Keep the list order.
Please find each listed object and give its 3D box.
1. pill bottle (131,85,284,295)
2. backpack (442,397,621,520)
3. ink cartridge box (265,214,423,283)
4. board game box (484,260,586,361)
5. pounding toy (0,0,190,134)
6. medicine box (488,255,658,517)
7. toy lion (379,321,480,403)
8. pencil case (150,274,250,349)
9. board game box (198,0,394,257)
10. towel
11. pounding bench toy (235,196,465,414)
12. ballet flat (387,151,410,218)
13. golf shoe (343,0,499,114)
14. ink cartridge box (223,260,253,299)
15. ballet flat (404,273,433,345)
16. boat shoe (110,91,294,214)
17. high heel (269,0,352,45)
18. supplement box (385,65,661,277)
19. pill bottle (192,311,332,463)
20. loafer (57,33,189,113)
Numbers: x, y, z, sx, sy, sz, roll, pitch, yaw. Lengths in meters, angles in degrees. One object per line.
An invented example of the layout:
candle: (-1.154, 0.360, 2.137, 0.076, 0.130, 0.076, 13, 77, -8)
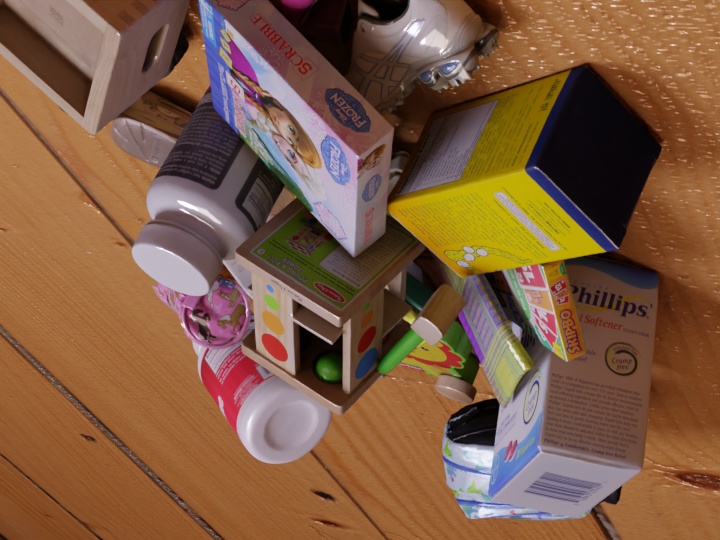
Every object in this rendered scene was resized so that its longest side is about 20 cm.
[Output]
pill bottle: (-0.132, -0.081, 1.414, 0.110, 0.201, 0.111, 22, 155, 11)
backpack: (0.185, 0.198, 1.625, 0.198, 0.163, 0.155, 9, 116, 10)
ink cartridge box: (-0.004, 0.005, 1.664, 0.161, 0.058, 0.200, 15, 173, 22)
board game box: (0.141, 0.005, 1.383, 0.200, 0.030, 0.096, -135, 25, -64)
pounding toy: (-0.211, -0.245, 1.275, 0.184, 0.142, 0.200, 41, 148, 5)
medicine box: (0.204, 0.114, 1.454, 0.102, 0.202, 0.182, 12, 156, -6)
toy lion: (0.041, 0.070, 1.644, 0.199, 0.069, 0.192, 12, 160, 37)
pencil case: (-0.186, 0.027, 1.730, 0.082, 0.087, 0.200, -9, -165, -16)
board game box: (-0.054, -0.129, 1.269, 0.200, 0.041, 0.200, 46, 164, 17)
towel: (0.108, 0.022, 1.430, 0.144, 0.023, 0.201, 96, 151, -71)
pounding bench toy: (0.000, 0.047, 1.386, 0.199, 0.124, 0.157, 31, 144, 25)
ballet flat: (0.008, -0.102, 1.401, 0.067, 0.067, 0.200, -25, 119, 42)
golf shoe: (0.023, -0.185, 1.239, 0.097, 0.078, 0.199, 50, 142, -16)
ink cartridge box: (-0.109, 0.017, 1.732, 0.174, 0.043, 0.200, 50, 178, 41)
ballet flat: (0.000, 0.000, 1.513, 0.200, 0.067, 0.067, 46, 124, 7)
boat shoe: (-0.152, -0.124, 1.531, 0.199, 0.063, 0.073, 27, 140, -9)
high heel: (-0.066, -0.241, 1.197, 0.095, 0.068, 0.200, 11, 154, 12)
supplement box: (0.134, -0.078, 1.271, 0.109, 0.109, 0.199, 41, 152, -25)
pill bottle: (-0.121, 0.124, 1.754, 0.112, 0.112, 0.200, 50, 179, -41)
loafer: (-0.241, -0.203, 1.449, 0.070, 0.068, 0.200, 46, 144, -22)
